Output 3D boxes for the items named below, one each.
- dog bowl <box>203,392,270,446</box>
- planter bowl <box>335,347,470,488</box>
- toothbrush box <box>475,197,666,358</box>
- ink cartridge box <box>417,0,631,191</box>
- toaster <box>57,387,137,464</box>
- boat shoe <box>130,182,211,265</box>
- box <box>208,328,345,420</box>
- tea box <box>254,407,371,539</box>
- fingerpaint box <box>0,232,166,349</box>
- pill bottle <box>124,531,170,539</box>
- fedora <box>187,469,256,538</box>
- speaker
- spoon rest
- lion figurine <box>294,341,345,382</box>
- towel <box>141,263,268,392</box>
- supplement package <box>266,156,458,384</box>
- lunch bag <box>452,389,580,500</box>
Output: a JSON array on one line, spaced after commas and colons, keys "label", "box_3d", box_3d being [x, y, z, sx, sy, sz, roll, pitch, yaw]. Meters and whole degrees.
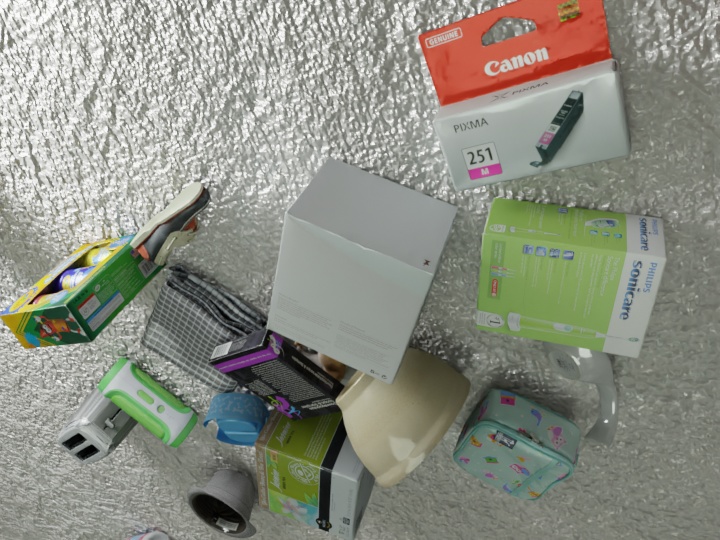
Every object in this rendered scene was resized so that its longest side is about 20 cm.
[{"label": "dog bowl", "box_3d": [-0.218, 0.275, 1.131, 0.109, 0.051, 0.201, 0, 151, 3]}, {"label": "planter bowl", "box_3d": [0.048, 0.192, 0.908, 0.134, 0.200, 0.201, 41, 131, 2]}, {"label": "toothbrush box", "box_3d": [0.245, 0.007, 0.741, 0.196, 0.087, 0.148, 10, 128, 18]}, {"label": "ink cartridge box", "box_3d": [0.170, -0.188, 0.655, 0.196, 0.044, 0.176, -8, 123, 29]}, {"label": "toaster", "box_3d": [-0.558, 0.327, 1.317, 0.198, 0.130, 0.114, -29, 110, 37]}, {"label": "boat shoe", "box_3d": [-0.278, -0.066, 0.931, 0.063, 0.072, 0.198, 43, 132, -21]}, {"label": "box", "box_3d": [-0.123, 0.171, 0.977, 0.141, 0.037, 0.200, -19, 129, 39]}, {"label": "tea box", "box_3d": [-0.076, 0.351, 1.115, 0.193, 0.134, 0.203, 15, 131, 14]}, {"label": "fingerpaint box", "box_3d": [-0.440, 0.028, 0.988, 0.164, 0.201, 0.074, -8, 122, 29]}, {"label": "pill bottle", "box_3d": [-0.616, 0.796, 1.716, 0.198, 0.109, 0.109, -27, 112, 36]}, {"label": "fedora", "box_3d": [-0.290, 0.502, 1.356, 0.175, 0.091, 0.201, 31, 138, 1]}, {"label": "speaker", "box_3d": [-0.427, 0.267, 1.243, 0.199, 0.089, 0.088, 42, 131, -11]}, {"label": "spoon rest", "box_3d": [0.306, 0.145, 0.835, 0.099, 0.060, 0.203, 13, 135, 57]}, {"label": "lion figurine", "box_3d": [-0.047, 0.138, 0.994, 0.120, 0.074, 0.201, 15, 145, -1]}, {"label": "towel", "box_3d": [-0.267, 0.104, 1.046, 0.198, 0.086, 0.167, 32, 131, -2]}, {"label": "supplement package", "box_3d": [0.000, 0.000, 0.803, 0.188, 0.148, 0.202, 22, 131, 6]}, {"label": "lunch bag", "box_3d": [0.233, 0.268, 0.924, 0.158, 0.078, 0.201, 28, 147, 9]}]
